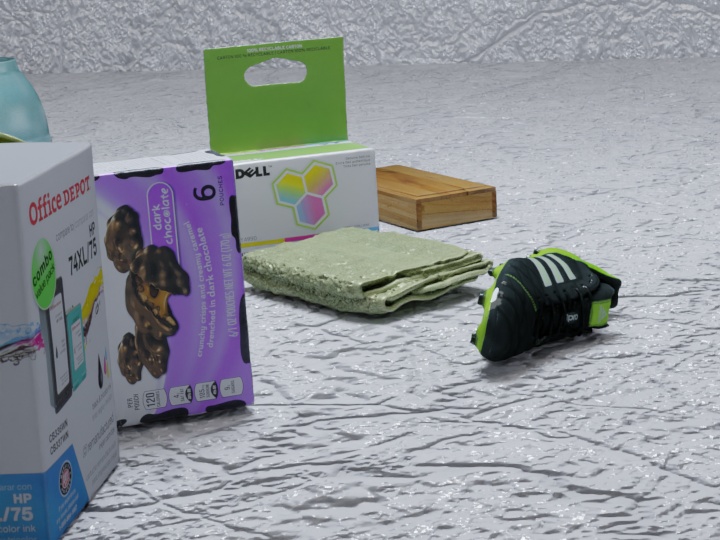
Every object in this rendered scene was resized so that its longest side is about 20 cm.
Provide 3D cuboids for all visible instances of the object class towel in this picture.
[{"bbox_3d":[0.000,0.000,1.403,0.148,0.037,0.199,-15,18,-38],"label":"towel"}]

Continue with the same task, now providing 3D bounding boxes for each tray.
[{"bbox_3d":[0.050,-0.081,1.744,0.098,0.037,0.200,-10,14,-27],"label":"tray"}]

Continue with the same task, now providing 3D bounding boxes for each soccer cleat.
[{"bbox_3d":[0.141,0.024,1.209,0.081,0.068,0.200,16,18,20],"label":"soccer cleat"}]

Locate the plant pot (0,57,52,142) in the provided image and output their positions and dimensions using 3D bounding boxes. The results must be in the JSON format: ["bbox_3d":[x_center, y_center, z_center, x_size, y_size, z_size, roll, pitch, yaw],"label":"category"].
[{"bbox_3d":[-0.550,-0.237,2.357,0.198,0.135,0.200,-3,12,1],"label":"plant pot"}]

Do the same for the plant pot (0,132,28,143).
[{"bbox_3d":[-0.303,0.003,1.211,0.186,0.189,0.200,-9,-1,-22],"label":"plant pot"}]

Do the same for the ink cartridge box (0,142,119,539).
[{"bbox_3d":[-0.231,0.038,0.923,0.145,0.202,0.147,-1,13,7],"label":"ink cartridge box"}]

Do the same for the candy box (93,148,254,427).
[{"bbox_3d":[-0.179,0.017,1.072,0.198,0.169,0.071,-8,12,-19],"label":"candy box"}]

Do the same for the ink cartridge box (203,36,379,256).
[{"bbox_3d":[-0.066,-0.109,1.523,0.147,0.202,0.076,-8,14,-18],"label":"ink cartridge box"}]
